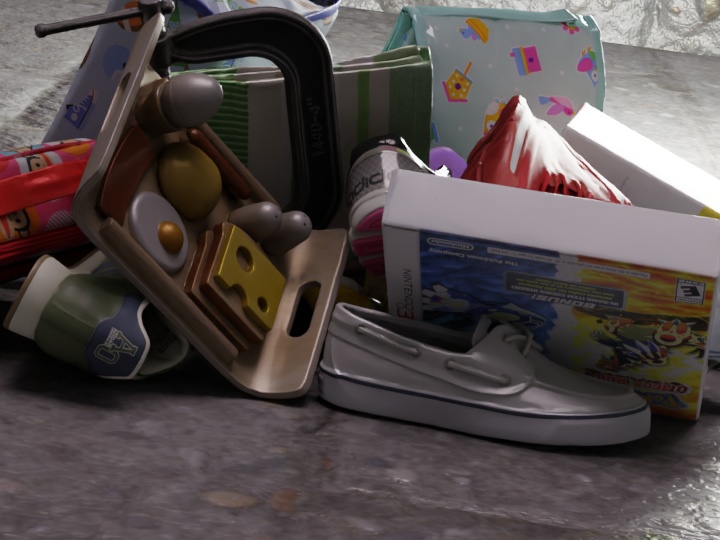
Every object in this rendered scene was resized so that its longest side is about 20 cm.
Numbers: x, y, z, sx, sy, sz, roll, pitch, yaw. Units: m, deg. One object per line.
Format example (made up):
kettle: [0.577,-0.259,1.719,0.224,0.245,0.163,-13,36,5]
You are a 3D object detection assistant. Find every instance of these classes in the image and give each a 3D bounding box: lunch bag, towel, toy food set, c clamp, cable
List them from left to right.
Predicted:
lunch bag: [-0.235,-0.031,1.589,0.176,0.082,0.200,-18,0,33]
lunch bag: [-0.106,-0.130,1.758,0.124,0.170,0.200,37,25,18]
c clamp: [-0.096,-0.089,1.614,0.170,0.201,0.027,-15,33,-4]
toy food set: [-0.081,-0.037,1.539,0.060,0.200,0.144,-22,35,32]
cable: [-0.074,-0.002,1.654,0.200,0.050,0.097,29,-7,-35]
towel: [-0.052,-0.068,1.673,0.199,0.153,0.023,-7,33,-15]
lunch bag: [0.094,-0.105,2.000,0.170,0.201,0.122,2,13,-21]

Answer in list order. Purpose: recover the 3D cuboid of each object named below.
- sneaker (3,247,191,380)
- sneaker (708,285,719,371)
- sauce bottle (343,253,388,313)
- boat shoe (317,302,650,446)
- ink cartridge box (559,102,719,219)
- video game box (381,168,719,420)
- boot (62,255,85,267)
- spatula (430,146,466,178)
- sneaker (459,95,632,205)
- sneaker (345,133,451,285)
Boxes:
sneaker: [-0.142,0.033,1.564,0.090,0.067,0.200,29,7,8]
sneaker: [0.176,0.041,1.687,0.199,0.087,0.074,-7,3,39]
sauce bottle: [0.000,0.000,1.758,0.199,0.066,0.066,6,12,-20]
boat shoe: [0.075,0.059,1.543,0.199,0.066,0.074,8,12,2]
ink cartridge box: [0.217,-0.028,1.831,0.200,0.084,0.145,30,13,4]
video game box: [0.114,0.017,1.572,0.199,0.047,0.182,9,-27,9]
boot: [-0.196,-0.043,1.815,0.199,0.073,0.155,6,15,-26]
spatula: [0.007,-0.027,1.818,0.200,0.021,0.056,-36,62,-25]
sneaker: [0.125,-0.048,1.641,0.115,0.078,0.200,35,19,-3]
sneaker: [0.041,-0.022,1.676,0.073,0.088,0.200,-17,-32,15]
